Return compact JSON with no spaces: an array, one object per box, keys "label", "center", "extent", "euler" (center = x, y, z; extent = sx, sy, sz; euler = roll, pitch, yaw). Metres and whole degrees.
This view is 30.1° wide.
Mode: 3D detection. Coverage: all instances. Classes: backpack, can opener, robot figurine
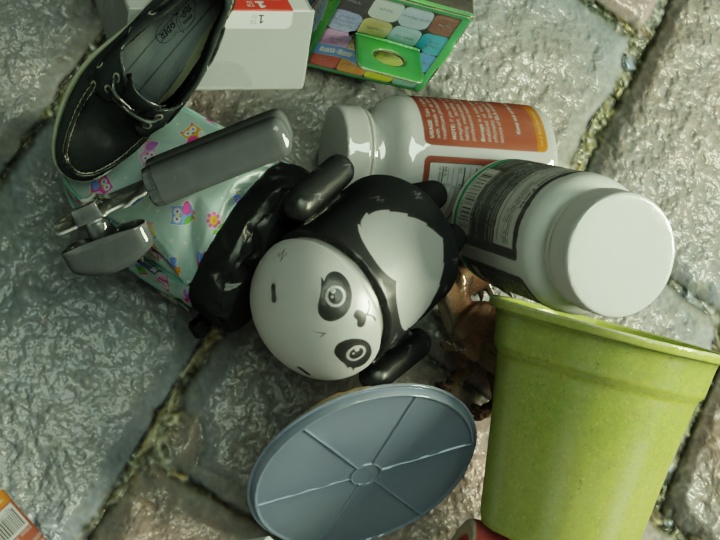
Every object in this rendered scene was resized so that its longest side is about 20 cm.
[{"label":"backpack","center":[-0.148,-0.064,1.105],"extent":[0.199,0.127,0.167],"euler":[31,72,17]},{"label":"can opener","center":[-0.139,-0.056,1.020],"extent":[0.198,0.053,0.067],"euler":[-21,108,6]},{"label":"robot figurine","center":[0.002,0.001,1.072],"extent":[0.150,0.125,0.200],"euler":[40,49,13]}]

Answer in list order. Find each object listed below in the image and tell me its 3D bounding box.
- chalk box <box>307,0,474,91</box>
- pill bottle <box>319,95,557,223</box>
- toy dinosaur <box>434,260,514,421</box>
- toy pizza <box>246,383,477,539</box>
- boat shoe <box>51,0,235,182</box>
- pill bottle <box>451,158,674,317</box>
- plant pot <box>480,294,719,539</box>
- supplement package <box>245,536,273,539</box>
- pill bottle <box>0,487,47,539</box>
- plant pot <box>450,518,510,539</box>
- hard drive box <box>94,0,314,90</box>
[{"label":"chalk box","center":[0.024,-0.250,1.220],"extent":[0.124,0.124,0.202],"euler":[12,60,-17]},{"label":"pill bottle","center":[0.068,-0.100,1.216],"extent":[0.198,0.112,0.113],"euler":[2,75,-20]},{"label":"toy dinosaur","center":[0.131,0.058,1.227],"extent":[0.200,0.086,0.136],"euler":[38,60,-14]},{"label":"toy pizza","center":[0.000,0.157,1.108],"extent":[0.198,0.201,0.032],"euler":[-3,43,-21]},{"label":"boat shoe","center":[-0.162,-0.145,1.012],"extent":[0.199,0.066,0.074],"euler":[-46,114,1]},{"label":"pill bottle","center":[0.161,-0.027,1.086],"extent":[0.112,0.200,0.114],"euler":[-4,101,-19]},{"label":"plant pot","center":[0.181,0.133,1.097],"extent":[0.199,0.200,0.186],"euler":[13,92,-17]},{"label":"supplement package","center":[-0.050,0.321,1.071],"extent":[0.200,0.114,0.110],"euler":[44,68,-5]},{"label":"pill bottle","center":[-0.256,0.268,1.009],"extent":[0.112,0.112,0.200],"euler":[-42,93,-24]},{"label":"plant pot","center":[0.144,0.307,1.114],"extent":[0.176,0.201,0.202],"euler":[25,69,-2]},{"label":"hard drive box","center":[-0.142,-0.236,1.144],"extent":[0.154,0.077,0.201],"euler":[-4,40,-21]}]
